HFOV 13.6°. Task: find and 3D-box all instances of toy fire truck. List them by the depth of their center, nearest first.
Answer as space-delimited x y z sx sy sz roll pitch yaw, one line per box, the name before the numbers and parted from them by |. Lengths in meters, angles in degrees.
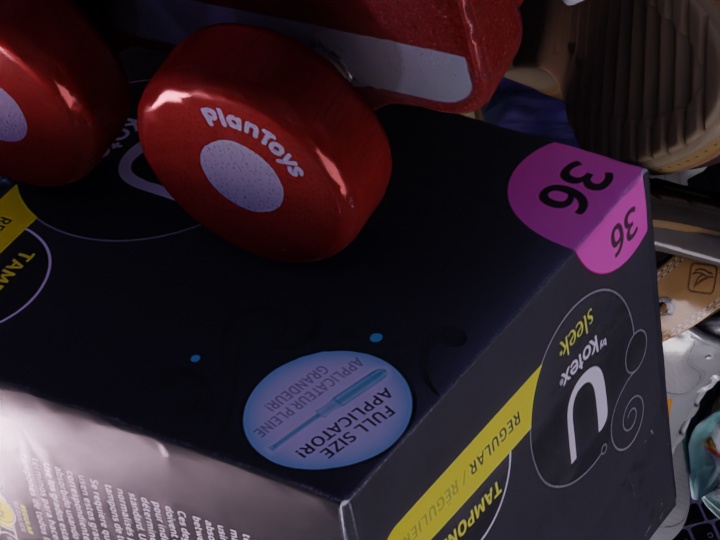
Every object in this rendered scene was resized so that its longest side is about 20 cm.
toy fire truck | -0.050 -0.108 0.772 0.199 0.112 0.168 16 142 28

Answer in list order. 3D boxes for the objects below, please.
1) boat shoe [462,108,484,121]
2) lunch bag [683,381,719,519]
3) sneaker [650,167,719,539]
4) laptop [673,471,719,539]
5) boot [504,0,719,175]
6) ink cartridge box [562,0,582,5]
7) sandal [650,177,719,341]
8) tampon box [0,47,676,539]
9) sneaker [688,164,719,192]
boat shoe | 0.000 0.000 1.017 0.067 0.072 0.201 -4 119 -19
lunch bag | 0.222 0.037 1.195 0.170 0.122 0.200 -42 -178 -13
sneaker | 0.104 0.033 1.069 0.092 0.076 0.200 -5 139 16
laptop | 0.134 0.115 1.276 0.186 0.201 0.116 -12 145 -14
boot | 0.142 -0.065 0.966 0.166 0.073 0.200 6 -172 -17
ink cartridge box | 0.086 -0.171 0.801 0.145 0.084 0.200 -23 154 7
sandal | 0.090 -0.001 0.924 0.199 0.055 0.082 6 -172 -13
tampon box | -0.035 0.035 0.839 0.150 0.199 0.127 -47 141 -37
sneaker | 0.145 -0.020 1.148 0.199 0.074 0.089 -23 152 8
